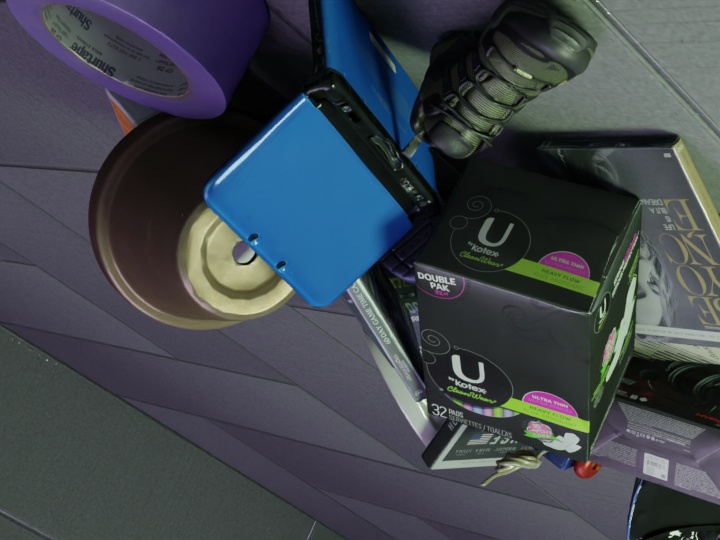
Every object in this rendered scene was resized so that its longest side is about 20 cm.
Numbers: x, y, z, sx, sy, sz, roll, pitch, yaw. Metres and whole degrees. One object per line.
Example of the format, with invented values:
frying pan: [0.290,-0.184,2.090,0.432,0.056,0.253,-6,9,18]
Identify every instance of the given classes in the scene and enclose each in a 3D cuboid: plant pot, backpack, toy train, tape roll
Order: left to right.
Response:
tape roll: [-0.180,-0.211,1.381,0.200,0.085,0.200,23,165,7]
plant pot: [-0.116,-0.032,1.437,0.200,0.201,0.175,33,180,-23]
toy train: [0.197,0.129,1.593,0.085,0.200,0.116,36,128,35]
backpack: [0.378,0.222,1.732,0.190,0.201,0.154,14,-167,14]

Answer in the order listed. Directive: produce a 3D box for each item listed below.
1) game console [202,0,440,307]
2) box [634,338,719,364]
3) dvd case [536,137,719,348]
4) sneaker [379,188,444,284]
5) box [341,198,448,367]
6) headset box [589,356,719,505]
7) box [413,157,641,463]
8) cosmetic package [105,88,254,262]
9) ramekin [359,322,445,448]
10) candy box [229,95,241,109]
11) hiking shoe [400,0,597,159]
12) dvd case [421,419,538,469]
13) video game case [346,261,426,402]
game console: [-0.030,-0.097,1.289,0.118,0.171,0.200,-17,147,18]
box: [0.259,0.030,1.485,0.082,0.068,0.200,42,159,-27]
dvd case: [0.233,-0.019,1.341,0.149,0.016,0.200,4,133,53]
sneaker: [0.023,-0.069,1.439,0.200,0.074,0.082,60,-173,28]
box: [0.069,0.014,1.549,0.200,0.051,0.158,-8,125,45]
headset box: [0.310,0.120,1.531,0.149,0.200,0.077,17,120,32]
box: [0.136,0.033,1.364,0.148,0.124,0.200,16,143,19]
cosmetic package: [-0.158,-0.086,1.579,0.101,0.071,0.200,45,159,56]
ramekin: [0.090,0.092,1.757,0.200,0.105,0.200,59,-171,-15]
candy box: [-0.116,-0.094,1.634,0.200,0.026,0.102,96,148,-69]
hiking shoe: [0.095,-0.123,1.193,0.076,0.101,0.200,29,165,-16]
dvd case: [0.164,0.118,1.663,0.150,0.200,0.025,2,-139,-40]
video game case: [0.000,0.000,1.445,0.200,0.019,0.143,59,-172,-28]
